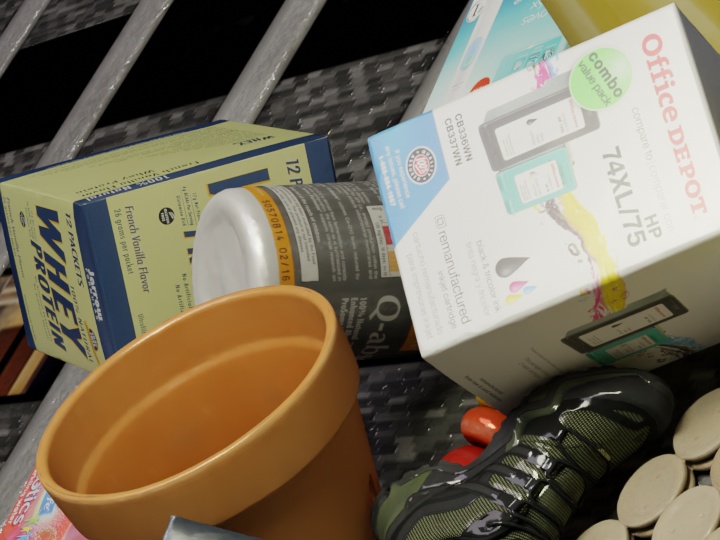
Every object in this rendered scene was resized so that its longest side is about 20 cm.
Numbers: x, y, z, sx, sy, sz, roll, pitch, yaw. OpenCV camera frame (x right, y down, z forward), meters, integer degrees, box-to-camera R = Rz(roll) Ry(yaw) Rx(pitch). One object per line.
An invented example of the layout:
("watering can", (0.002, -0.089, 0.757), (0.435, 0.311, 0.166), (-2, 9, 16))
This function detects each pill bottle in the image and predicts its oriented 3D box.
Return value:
("pill bottle", (0.000, 0.000, 1.796), (0.116, 0.199, 0.117), (177, 90, -65))

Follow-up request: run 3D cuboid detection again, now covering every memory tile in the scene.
("memory tile", (0.167, 0.161, 1.522), (0.200, 0.017, 0.153), (-49, 25, 0))

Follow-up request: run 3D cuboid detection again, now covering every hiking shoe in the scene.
("hiking shoe", (0.102, 0.135, 1.589), (0.200, 0.076, 0.101), (-34, 42, 18))

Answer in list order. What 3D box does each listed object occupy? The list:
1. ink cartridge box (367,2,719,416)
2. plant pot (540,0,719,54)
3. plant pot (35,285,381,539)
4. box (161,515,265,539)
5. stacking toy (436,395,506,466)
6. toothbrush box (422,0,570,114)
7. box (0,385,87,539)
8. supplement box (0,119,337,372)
("ink cartridge box", (0.135, -0.029, 1.587), (0.199, 0.146, 0.147), (-24, 63, 18))
("plant pot", (0.199, -0.191, 1.767), (0.200, 0.189, 0.201), (-38, 26, 22))
("plant pot", (-0.075, 0.124, 1.656), (0.199, 0.140, 0.200), (-23, 26, 12))
("box", (-0.029, 0.241, 1.491), (0.199, 0.107, 0.149), (14, 61, 14))
("stacking toy", (0.103, 0.069, 1.692), (0.201, 0.085, 0.085), (-59, 26, -12))
("toothbrush box", (0.121, -0.117, 1.915), (0.146, 0.085, 0.201), (-18, 40, 48))
("box", (-0.184, 0.179, 1.986), (0.102, 0.095, 0.201), (-16, 40, 48))
("supplement box", (-0.136, -0.018, 2.039), (0.199, 0.135, 0.200), (-17, 13, -24))
